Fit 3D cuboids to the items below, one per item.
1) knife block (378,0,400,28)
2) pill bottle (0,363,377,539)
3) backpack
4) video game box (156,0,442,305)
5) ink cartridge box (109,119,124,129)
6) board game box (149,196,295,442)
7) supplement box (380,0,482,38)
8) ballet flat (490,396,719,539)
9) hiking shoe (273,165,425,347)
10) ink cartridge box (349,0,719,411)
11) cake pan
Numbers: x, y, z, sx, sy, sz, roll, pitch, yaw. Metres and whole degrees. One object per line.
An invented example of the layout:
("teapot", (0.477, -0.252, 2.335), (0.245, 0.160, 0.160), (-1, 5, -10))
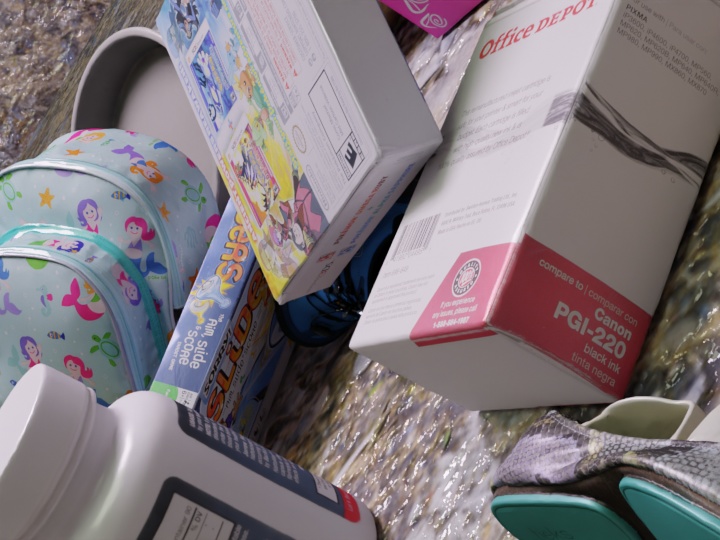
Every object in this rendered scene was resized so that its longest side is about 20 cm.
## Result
("knife block", (-0.008, -0.205, 1.243), (0.200, 0.064, 0.176), (-52, -6, -35))
("pill bottle", (-0.102, 0.133, 0.813), (0.120, 0.199, 0.120), (-49, 22, 27))
("backpack", (-0.180, 0.009, 1.069), (0.150, 0.176, 0.202), (-35, -53, -56))
("video game box", (-0.042, -0.109, 0.868), (0.202, 0.046, 0.182), (66, 149, 15))
("ink cartridge box", (-0.106, -0.163, 1.311), (0.201, 0.083, 0.145), (-57, -23, 8))
("board game box", (-0.074, 0.027, 1.026), (0.136, 0.034, 0.202), (69, -142, -63))
("supplement box", (0.067, -0.290, 1.139), (0.103, 0.101, 0.202), (-35, 31, 51))
("ballet flat", (0.115, 0.076, 0.563), (0.073, 0.072, 0.200), (-64, 21, -13))
("hiking shoe", (0.000, 0.000, 0.942), (0.200, 0.074, 0.087), (-50, 32, 46))
("ink cartridge box", (0.091, -0.040, 0.754), (0.145, 0.084, 0.202), (-14, 51, 64))
("cake pan", (-0.156, -0.085, 1.195), (0.199, 0.036, 0.203), (10, 104, 48))
